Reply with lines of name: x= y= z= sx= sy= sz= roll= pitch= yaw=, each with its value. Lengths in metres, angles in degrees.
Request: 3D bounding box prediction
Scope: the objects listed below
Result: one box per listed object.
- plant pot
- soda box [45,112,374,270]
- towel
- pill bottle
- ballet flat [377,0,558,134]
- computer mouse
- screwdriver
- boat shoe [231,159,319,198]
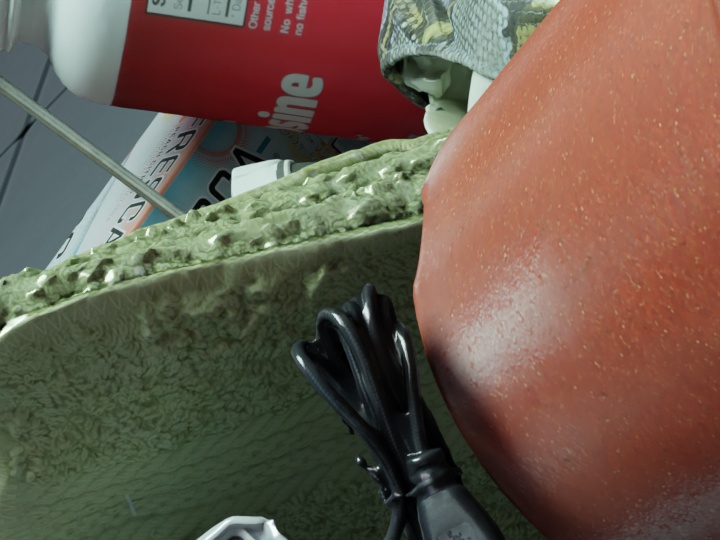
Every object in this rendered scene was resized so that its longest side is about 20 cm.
plant pot: x=0.120 y=-0.025 z=0.614 sx=0.195 sy=0.201 sz=0.201 roll=-42 pitch=18 yaw=50
soda box: x=-0.070 y=-0.005 z=1.061 sx=0.068 sy=0.064 sz=0.200 roll=-13 pitch=38 yaw=58
towel: x=-0.008 y=0.040 z=0.744 sx=0.200 sy=0.149 sz=0.036 roll=-18 pitch=35 yaw=-10
pill bottle: x=-0.045 y=-0.109 z=1.000 sx=0.112 sy=0.200 sz=0.112 roll=-172 pitch=90 yaw=-83
ballet flat: x=0.052 y=-0.060 z=0.861 sx=0.072 sy=0.072 sz=0.200 roll=-51 pitch=16 yaw=-2
computer mouse: x=-0.022 y=0.093 z=0.690 sx=0.044 sy=0.110 sz=0.200 roll=-27 pitch=-10 yaw=-44
screwdriver: x=-0.058 y=-0.018 z=1.001 sx=0.029 sy=0.200 sz=0.028 roll=-45 pitch=8 yaw=33
boat shoe: x=0.000 y=0.000 z=0.858 sx=0.064 sy=0.071 sz=0.200 roll=-18 pitch=10 yaw=-2
